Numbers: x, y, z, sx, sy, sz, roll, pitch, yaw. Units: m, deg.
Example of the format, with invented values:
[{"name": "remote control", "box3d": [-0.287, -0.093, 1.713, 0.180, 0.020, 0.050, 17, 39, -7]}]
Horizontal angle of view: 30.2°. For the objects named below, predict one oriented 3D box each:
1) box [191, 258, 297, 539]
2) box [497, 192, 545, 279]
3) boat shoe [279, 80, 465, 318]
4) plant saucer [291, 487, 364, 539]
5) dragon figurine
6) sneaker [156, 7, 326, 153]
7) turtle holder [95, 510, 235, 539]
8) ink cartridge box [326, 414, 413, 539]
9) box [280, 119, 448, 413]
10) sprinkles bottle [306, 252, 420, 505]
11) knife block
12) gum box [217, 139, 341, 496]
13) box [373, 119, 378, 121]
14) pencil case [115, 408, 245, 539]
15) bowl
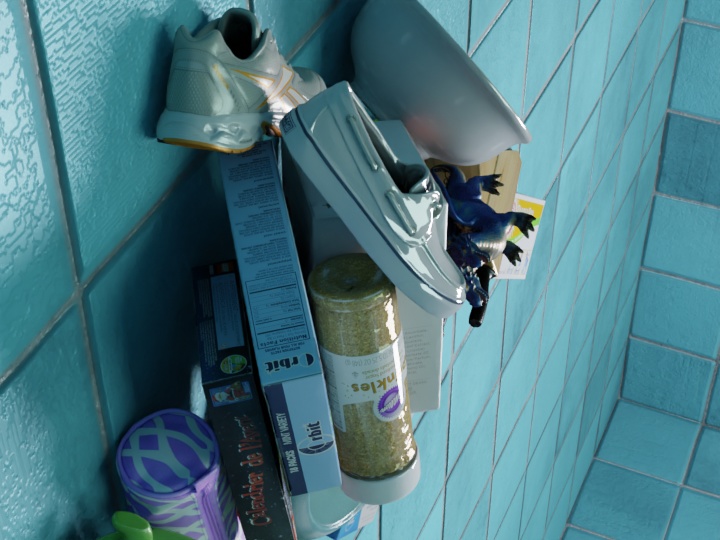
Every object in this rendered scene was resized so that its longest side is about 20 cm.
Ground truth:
[{"name": "box", "box3d": [-0.087, 0.112, 1.018, 0.137, 0.038, 0.201, -106, -175, -53]}, {"name": "box", "box3d": [0.134, -0.051, 1.560, 0.200, 0.112, 0.102, 2, 103, -70]}, {"name": "boat shoe", "box3d": [0.026, -0.047, 0.945, 0.200, 0.065, 0.074, 48, 19, -30]}, {"name": "plant saucer", "box3d": [-0.011, 0.168, 1.255, 0.200, 0.027, 0.201, -41, 143, -40]}, {"name": "dragon figurine", "box3d": [0.080, -0.048, 1.136, 0.099, 0.200, 0.059, 0, 129, -31]}, {"name": "sneaker", "box3d": [-0.073, -0.141, 0.951, 0.200, 0.075, 0.092, -32, 131, -65]}, {"name": "turtle holder", "box3d": [-0.133, 0.266, 0.954, 0.132, 0.185, 0.141, -60, -146, 39]}, {"name": "ink cartridge box", "box3d": [0.001, 0.169, 1.392, 0.201, 0.066, 0.116, -70, 161, 8]}, {"name": "box", "box3d": [0.000, 0.000, 1.102, 0.152, 0.106, 0.201, -112, -162, -55]}, {"name": "sprinkles bottle", "box3d": [0.004, 0.086, 1.024, 0.068, 0.068, 0.201, -53, 143, -47]}, {"name": "knife block", "box3d": [0.103, -0.029, 1.286, 0.200, 0.064, 0.176, -13, 102, -68]}, {"name": "gum box", "box3d": [-0.058, 0.036, 0.972, 0.170, 0.044, 0.201, 84, -6, -56]}, {"name": "box", "box3d": [0.035, -0.056, 1.336, 0.122, 0.048, 0.201, -23, 127, -52]}, {"name": "pencil case", "box3d": [-0.131, 0.193, 1.031, 0.084, 0.085, 0.200, -35, 143, -20]}, {"name": "bowl", "box3d": [0.053, -0.159, 1.176, 0.090, 0.201, 0.201, -41, 161, 4]}]
